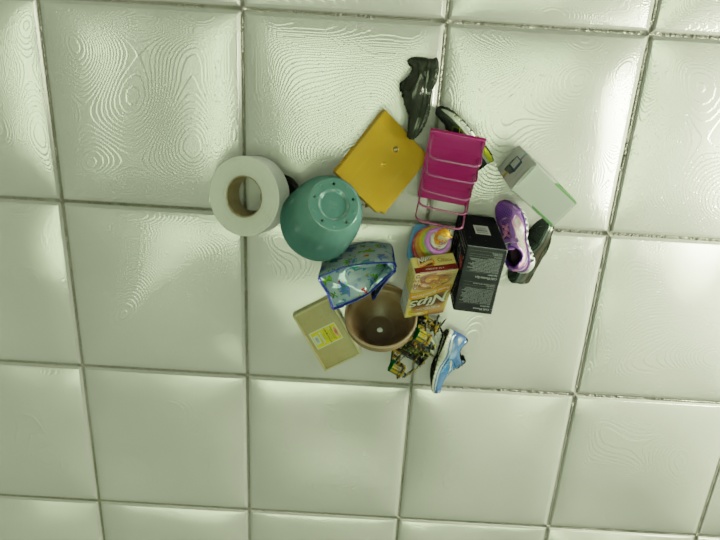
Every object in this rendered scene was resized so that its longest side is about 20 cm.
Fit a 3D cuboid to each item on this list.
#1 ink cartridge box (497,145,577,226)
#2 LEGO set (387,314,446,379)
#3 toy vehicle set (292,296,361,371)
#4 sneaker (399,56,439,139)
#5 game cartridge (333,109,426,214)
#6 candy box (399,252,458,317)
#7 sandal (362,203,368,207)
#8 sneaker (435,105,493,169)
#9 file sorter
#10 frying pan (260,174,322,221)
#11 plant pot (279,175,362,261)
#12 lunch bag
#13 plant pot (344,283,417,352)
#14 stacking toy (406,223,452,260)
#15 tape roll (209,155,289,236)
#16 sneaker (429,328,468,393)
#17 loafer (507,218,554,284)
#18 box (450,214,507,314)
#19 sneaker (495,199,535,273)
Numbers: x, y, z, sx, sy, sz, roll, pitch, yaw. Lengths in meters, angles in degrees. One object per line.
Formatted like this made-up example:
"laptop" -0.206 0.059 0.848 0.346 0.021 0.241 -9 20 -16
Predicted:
"ink cartridge box" 0.432 -0.213 1.566 0.145 0.201 0.088 38 111 -14
"LEGO set" 0.170 0.220 1.770 0.115 0.154 0.201 29 113 -10
"toy vehicle set" -0.095 0.181 1.823 0.123 0.027 0.202 -25 109 10
"sneaker" 0.134 -0.425 1.559 0.089 0.076 0.203 13 97 5
"game cartridge" 0.053 -0.267 1.592 0.176 0.032 0.201 41 88 -26
"candy box" 0.174 0.041 1.640 0.114 0.056 0.201 -6 144 -10
"sandal" 0.035 -0.228 1.633 0.069 0.078 0.215 10 107 3
"sneaker" 0.249 -0.324 1.592 0.085 0.075 0.200 -42 105 16
"file sorter" 0.217 -0.220 1.565 0.137 0.126 0.202 12 134 4
"frying pan" -0.170 -0.186 1.648 0.187 0.031 0.117 11 101 12
"plant pot" -0.085 -0.137 1.537 0.198 0.161 0.204 3 79 -17
"lunch bag" 0.000 0.000 1.673 0.198 0.170 0.129 -24 109 8
"plant pot" 0.056 0.144 1.745 0.198 0.203 0.093 0 146 1
"stacking toy" 0.194 -0.072 1.613 0.114 0.200 0.111 15 81 -4
"tape roll" -0.285 -0.192 1.624 0.199 0.071 0.206 4 102 17
"sneaker" 0.256 0.270 1.825 0.088 0.079 0.202 16 111 -3
"loafer" 0.468 -0.050 1.709 0.062 0.072 0.202 12 120 -25
"box" 0.293 -0.020 1.635 0.102 0.201 0.184 6 117 -2
"sneaker" 0.392 -0.085 1.649 0.080 0.088 0.203 -15 91 41
